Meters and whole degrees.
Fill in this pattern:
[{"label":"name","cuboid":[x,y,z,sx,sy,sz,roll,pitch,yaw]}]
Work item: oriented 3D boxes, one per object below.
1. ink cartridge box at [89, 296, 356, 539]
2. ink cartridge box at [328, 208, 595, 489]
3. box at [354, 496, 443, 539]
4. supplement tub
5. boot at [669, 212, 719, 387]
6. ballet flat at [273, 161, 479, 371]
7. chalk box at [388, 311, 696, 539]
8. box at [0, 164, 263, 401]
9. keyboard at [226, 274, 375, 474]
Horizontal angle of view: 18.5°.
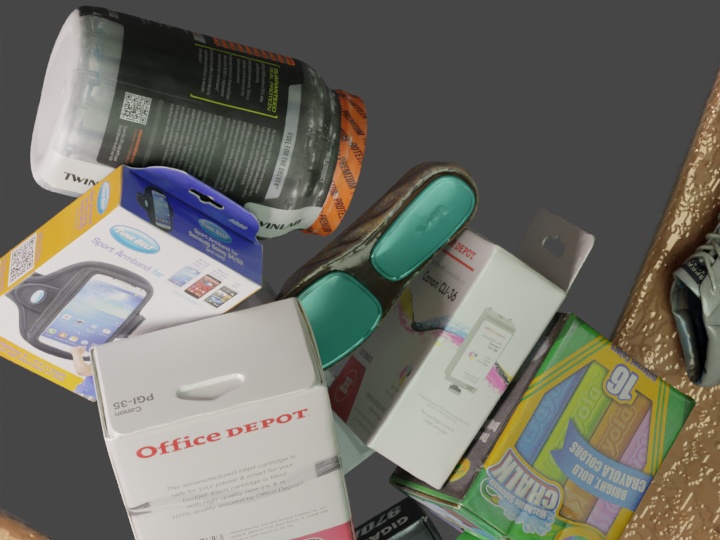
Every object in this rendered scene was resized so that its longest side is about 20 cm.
[{"label":"ink cartridge box","cuboid":[-0.088,0.122,1.470,0.146,0.083,0.200,-14,139,-4]},{"label":"ink cartridge box","cuboid":[0.067,0.036,1.514,0.067,0.116,0.200,33,91,-21]},{"label":"box","cuboid":[-0.006,0.282,1.607,0.199,0.046,0.159,-30,110,-4]},{"label":"supplement tub","cuboid":[-0.104,-0.091,1.435,0.199,0.123,0.123,14,102,-16]},{"label":"boot","cuboid":[0.269,-0.011,1.576,0.095,0.074,0.201,-13,109,-17]},{"label":"ballet flat","cuboid":[0.000,0.000,1.516,0.200,0.067,0.068,-40,113,1]},{"label":"chalk box","cuboid":[0.114,0.139,1.532,0.124,0.124,0.201,34,81,-20]},{"label":"box","cuboid":[-0.156,0.007,1.427,0.119,0.042,0.200,30,134,-33]},{"label":"keyboard","cuboid":[-0.059,0.065,1.553,0.056,0.011,0.200,-34,110,3]}]
